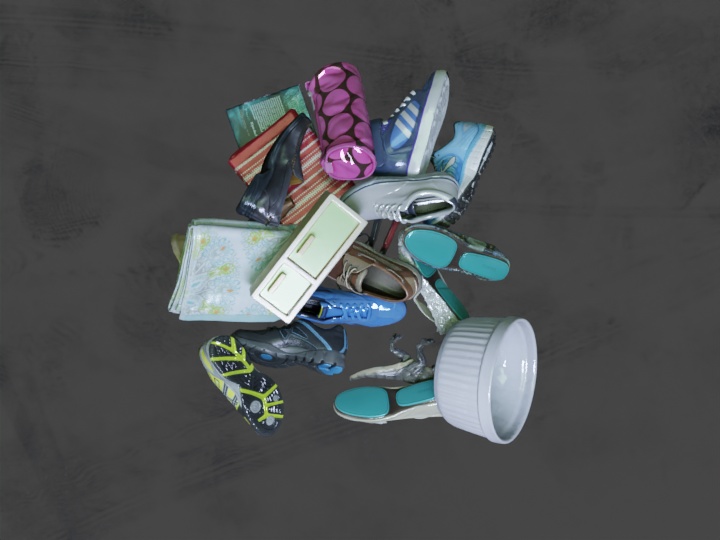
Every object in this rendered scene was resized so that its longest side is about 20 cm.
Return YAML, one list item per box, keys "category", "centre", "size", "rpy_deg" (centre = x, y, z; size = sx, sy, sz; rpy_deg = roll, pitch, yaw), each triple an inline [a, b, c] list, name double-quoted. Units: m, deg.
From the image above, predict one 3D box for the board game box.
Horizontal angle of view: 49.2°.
- category: "board game box"
  centre: [-0.132, -0.199, 1.336]
  size: [0.135, 0.028, 0.200]
  rpy_deg: [-19, 89, 0]

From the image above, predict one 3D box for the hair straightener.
- category: "hair straightener"
  centre: [0.008, -0.038, 1.337]
  size: [0.077, 0.041, 0.200]
  rpy_deg: [22, 95, 6]

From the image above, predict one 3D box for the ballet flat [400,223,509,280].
- category: "ballet flat"
  centre: [0.152, -0.036, 1.302]
  size: [0.200, 0.074, 0.074]
  rpy_deg: [22, 90, -19]

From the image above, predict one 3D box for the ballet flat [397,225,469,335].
- category: "ballet flat"
  centre: [0.106, 0.023, 1.321]
  size: [0.072, 0.072, 0.200]
  rpy_deg: [-32, 88, 0]

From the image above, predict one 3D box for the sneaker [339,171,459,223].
- category: "sneaker"
  centre: [0.058, -0.109, 1.253]
  size: [0.200, 0.071, 0.073]
  rpy_deg: [-12, 129, 12]

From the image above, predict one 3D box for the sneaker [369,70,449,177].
- category: "sneaker"
  centre: [0.055, -0.249, 1.303]
  size: [0.146, 0.081, 0.200]
  rpy_deg: [16, 86, 16]

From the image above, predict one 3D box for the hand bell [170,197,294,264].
- category: "hand bell"
  centre: [-0.197, -0.063, 1.284]
  size: [0.200, 0.104, 0.104]
  rpy_deg: [-29, 90, 8]

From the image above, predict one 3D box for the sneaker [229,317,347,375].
- category: "sneaker"
  centre: [-0.119, 0.120, 1.327]
  size: [0.200, 0.073, 0.082]
  rpy_deg: [10, 62, 3]

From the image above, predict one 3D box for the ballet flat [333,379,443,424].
- category: "ballet flat"
  centre: [0.057, 0.228, 1.315]
  size: [0.200, 0.069, 0.070]
  rpy_deg: [-8, 90, 12]

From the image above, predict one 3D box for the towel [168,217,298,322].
- category: "towel"
  centre: [-0.196, 0.003, 1.259]
  size: [0.200, 0.048, 0.171]
  rpy_deg: [2, 121, -32]

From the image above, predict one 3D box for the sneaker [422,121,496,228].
- category: "sneaker"
  centre: [0.152, -0.160, 1.326]
  size: [0.090, 0.078, 0.200]
  rpy_deg: [26, 86, 19]

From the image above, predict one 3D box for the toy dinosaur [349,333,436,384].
- category: "toy dinosaur"
  centre: [0.084, 0.155, 1.329]
  size: [0.200, 0.047, 0.088]
  rpy_deg: [5, 97, 3]

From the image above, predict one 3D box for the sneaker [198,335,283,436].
- category: "sneaker"
  centre: [-0.198, 0.191, 1.321]
  size: [0.075, 0.076, 0.200]
  rpy_deg: [-38, 108, -33]

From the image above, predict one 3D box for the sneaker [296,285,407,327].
- category: "sneaker"
  centre: [-0.024, 0.065, 1.292]
  size: [0.200, 0.078, 0.066]
  rpy_deg: [7, 107, 3]

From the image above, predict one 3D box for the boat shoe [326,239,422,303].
- category: "boat shoe"
  centre: [0.000, 0.000, 1.271]
  size: [0.200, 0.072, 0.076]
  rpy_deg: [15, 114, 12]

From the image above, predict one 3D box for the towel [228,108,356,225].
- category: "towel"
  centre: [-0.107, -0.152, 1.310]
  size: [0.145, 0.022, 0.200]
  rpy_deg: [-39, 91, -2]

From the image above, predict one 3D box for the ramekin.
- category: "ramekin"
  centre: [0.199, 0.167, 1.256]
  size: [0.105, 0.200, 0.200]
  rpy_deg: [7, 90, 32]

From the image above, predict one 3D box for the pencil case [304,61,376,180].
- category: "pencil case"
  centre: [-0.033, -0.237, 1.260]
  size: [0.094, 0.091, 0.200]
  rpy_deg: [-4, 55, -9]

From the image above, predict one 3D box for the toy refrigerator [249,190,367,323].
- category: "toy refrigerator"
  centre: [-0.082, -0.022, 1.221]
  size: [0.076, 0.070, 0.200]
  rpy_deg: [38, 92, -14]

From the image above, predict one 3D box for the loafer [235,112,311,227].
- category: "loafer"
  centre: [-0.123, -0.160, 1.259]
  size: [0.072, 0.073, 0.200]
  rpy_deg: [30, 76, -10]
